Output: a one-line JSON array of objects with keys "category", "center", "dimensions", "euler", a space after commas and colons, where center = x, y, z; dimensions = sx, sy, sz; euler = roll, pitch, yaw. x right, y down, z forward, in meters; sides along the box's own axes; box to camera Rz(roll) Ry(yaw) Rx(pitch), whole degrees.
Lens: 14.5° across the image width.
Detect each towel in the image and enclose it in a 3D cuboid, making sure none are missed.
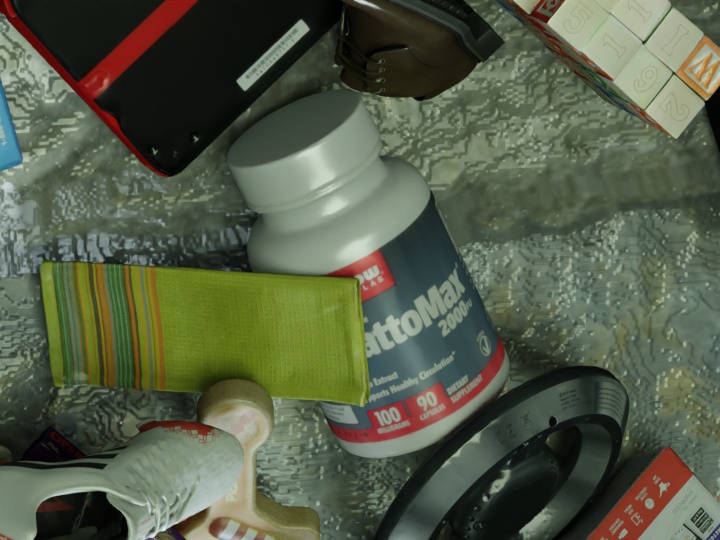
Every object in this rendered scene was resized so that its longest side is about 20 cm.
[{"category": "towel", "center": [-0.093, 0.037, 1.670], "dimensions": [0.199, 0.018, 0.087], "euler": [3, 122, 16]}]

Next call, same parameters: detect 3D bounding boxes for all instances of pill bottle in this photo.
[{"category": "pill bottle", "center": [0.000, 0.000, 1.700], "dimensions": [0.119, 0.120, 0.201], "euler": [-30, 112, -8]}]

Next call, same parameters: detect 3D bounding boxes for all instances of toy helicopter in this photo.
[{"category": "toy helicopter", "center": [-0.089, 0.145, 1.711], "dimensions": [0.131, 0.079, 0.201], "euler": [2, 129, -3]}]

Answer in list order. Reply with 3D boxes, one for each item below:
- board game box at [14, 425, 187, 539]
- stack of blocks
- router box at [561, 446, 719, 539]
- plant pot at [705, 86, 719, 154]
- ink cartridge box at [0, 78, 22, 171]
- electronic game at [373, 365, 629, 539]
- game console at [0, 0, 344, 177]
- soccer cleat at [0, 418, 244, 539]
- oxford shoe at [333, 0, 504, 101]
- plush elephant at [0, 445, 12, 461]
[{"category": "board game box", "center": [-0.205, 0.198, 1.689], "dimensions": [0.120, 0.032, 0.200], "euler": [43, 112, -7]}, {"category": "stack of blocks", "center": [0.119, -0.172, 1.691], "dimensions": [0.200, 0.115, 0.059], "euler": [39, 91, -23]}, {"category": "router box", "center": [0.186, 0.246, 1.807], "dimensions": [0.180, 0.049, 0.200], "euler": [47, 65, -8]}, {"category": "plant pot", "center": [0.328, -0.080, 1.753], "dimensions": [0.200, 0.199, 0.178], "euler": [-39, 101, -4]}, {"category": "ink cartridge box", "center": [-0.308, -0.105, 1.588], "dimensions": [0.199, 0.084, 0.147], "euler": [-19, 110, -13]}, {"category": "electronic game", "center": [0.088, 0.136, 1.758], "dimensions": [0.199, 0.042, 0.201], "euler": [-30, 150, -20]}, {"category": "game console", "center": [-0.097, -0.177, 1.631], "dimensions": [0.200, 0.031, 0.177], "euler": [-44, 122, -1]}, {"category": "soccer cleat", "center": [-0.135, 0.130, 1.578], "dimensions": [0.199, 0.085, 0.069], "euler": [-6, 114, -42]}, {"category": "oxford shoe", "center": [0.019, -0.138, 1.645], "dimensions": [0.084, 0.073, 0.200], "euler": [-45, 154, 6]}, {"category": "plush elephant", "center": [-0.290, 0.098, 1.613], "dimensions": [0.164, 0.155, 0.200], "euler": [-38, 112, -4]}]
